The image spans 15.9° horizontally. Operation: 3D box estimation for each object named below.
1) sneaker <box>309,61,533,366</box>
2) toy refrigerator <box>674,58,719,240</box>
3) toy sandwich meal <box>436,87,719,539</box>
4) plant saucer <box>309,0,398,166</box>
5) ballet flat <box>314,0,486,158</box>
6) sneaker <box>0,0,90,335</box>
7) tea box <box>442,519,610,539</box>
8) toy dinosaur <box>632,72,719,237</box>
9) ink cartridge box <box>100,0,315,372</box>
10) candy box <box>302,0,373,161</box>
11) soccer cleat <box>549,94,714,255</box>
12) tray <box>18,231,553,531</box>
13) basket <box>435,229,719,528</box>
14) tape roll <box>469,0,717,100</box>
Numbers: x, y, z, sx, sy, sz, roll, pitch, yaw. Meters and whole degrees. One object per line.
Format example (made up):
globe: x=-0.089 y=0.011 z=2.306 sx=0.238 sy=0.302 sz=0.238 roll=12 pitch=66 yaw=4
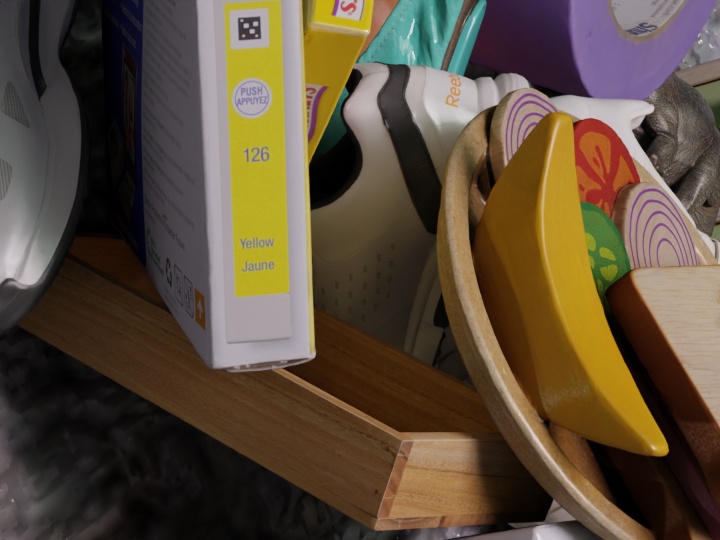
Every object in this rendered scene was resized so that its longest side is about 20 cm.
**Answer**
sneaker: x=0.000 y=0.000 z=1.018 sx=0.080 sy=0.201 sz=0.074 roll=14 pitch=29 yaw=-13
toy refrigerator: x=0.213 y=-0.013 z=1.345 sx=0.070 sy=0.076 sz=0.201 roll=-13 pitch=90 yaw=-52
toy sandwich meal: x=0.108 y=0.020 z=0.904 sx=0.205 sy=0.070 sz=0.206 roll=33 pitch=41 yaw=-34
plant saucer: x=-0.021 y=-0.068 z=1.098 sx=0.200 sy=0.037 sz=0.201 roll=22 pitch=61 yaw=-47
ballet flat: x=0.030 y=-0.127 z=1.044 sx=0.067 sy=0.070 sz=0.201 roll=-9 pitch=124 yaw=-86
sneaker: x=-0.159 y=-0.076 z=0.911 sx=0.115 sy=0.076 sz=0.201 roll=23 pitch=53 yaw=-36
tea box: x=0.036 y=0.199 z=0.946 sx=0.133 sy=0.200 sz=0.198 roll=3 pitch=77 yaw=-52
toy dinosaur: x=0.152 y=-0.057 z=1.282 sx=0.200 sy=0.077 sz=0.102 roll=52 pitch=50 yaw=-23
ink cartridge box: x=-0.058 y=-0.090 z=0.896 sx=0.047 sy=0.198 sz=0.201 roll=-3 pitch=107 yaw=-13
candy box: x=-0.023 y=-0.086 z=0.934 sx=0.026 sy=0.200 sz=0.103 roll=10 pitch=67 yaw=-8
soccer cleat: x=0.112 y=0.022 z=1.018 sx=0.077 sy=0.069 sz=0.201 roll=-13 pitch=75 yaw=-17
tray: x=-0.032 y=0.037 z=0.926 sx=0.098 sy=0.200 sz=0.037 roll=5 pitch=108 yaw=-51
basket: x=0.142 y=0.068 z=1.146 sx=0.200 sy=0.176 sz=0.139 roll=39 pitch=45 yaw=-23
tape roll: x=0.107 y=-0.180 z=1.169 sx=0.200 sy=0.085 sz=0.201 roll=-42 pitch=143 yaw=-44
